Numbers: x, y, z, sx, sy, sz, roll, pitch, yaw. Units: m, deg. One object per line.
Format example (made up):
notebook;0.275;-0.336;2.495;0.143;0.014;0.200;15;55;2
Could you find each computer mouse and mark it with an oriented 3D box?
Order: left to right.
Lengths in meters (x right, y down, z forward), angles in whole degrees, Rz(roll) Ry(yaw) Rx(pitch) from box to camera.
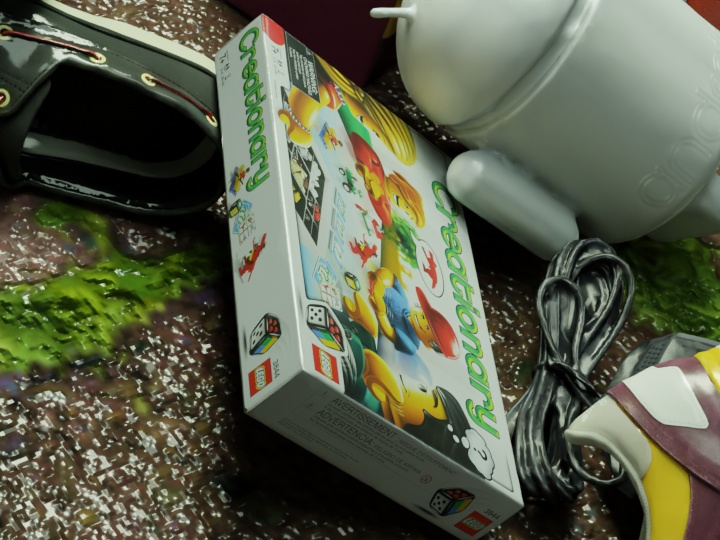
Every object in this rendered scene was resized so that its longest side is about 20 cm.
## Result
computer mouse;0.160;0.072;0.804;0.198;0.053;0.139;17;51;3

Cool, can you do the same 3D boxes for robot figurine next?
robot figurine;0.097;-0.091;0.865;0.199;0.113;0.171;33;67;-22

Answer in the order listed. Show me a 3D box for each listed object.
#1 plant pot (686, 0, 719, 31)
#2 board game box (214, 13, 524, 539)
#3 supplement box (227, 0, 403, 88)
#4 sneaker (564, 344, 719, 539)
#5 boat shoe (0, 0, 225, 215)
plant pot;0.287;-0.105;0.956;0.198;0.200;0.177;19;54;-8
board game box;0.000;0.000;0.769;0.126;0.035;0.201;34;33;-36
supplement box;0.030;-0.204;0.958;0.103;0.131;0.200;35;43;11
sneaker;0.148;0.131;0.719;0.089;0.075;0.202;-23;80;3
boat shoe;-0.145;-0.075;0.781;0.200;0.074;0.063;14;34;-20
